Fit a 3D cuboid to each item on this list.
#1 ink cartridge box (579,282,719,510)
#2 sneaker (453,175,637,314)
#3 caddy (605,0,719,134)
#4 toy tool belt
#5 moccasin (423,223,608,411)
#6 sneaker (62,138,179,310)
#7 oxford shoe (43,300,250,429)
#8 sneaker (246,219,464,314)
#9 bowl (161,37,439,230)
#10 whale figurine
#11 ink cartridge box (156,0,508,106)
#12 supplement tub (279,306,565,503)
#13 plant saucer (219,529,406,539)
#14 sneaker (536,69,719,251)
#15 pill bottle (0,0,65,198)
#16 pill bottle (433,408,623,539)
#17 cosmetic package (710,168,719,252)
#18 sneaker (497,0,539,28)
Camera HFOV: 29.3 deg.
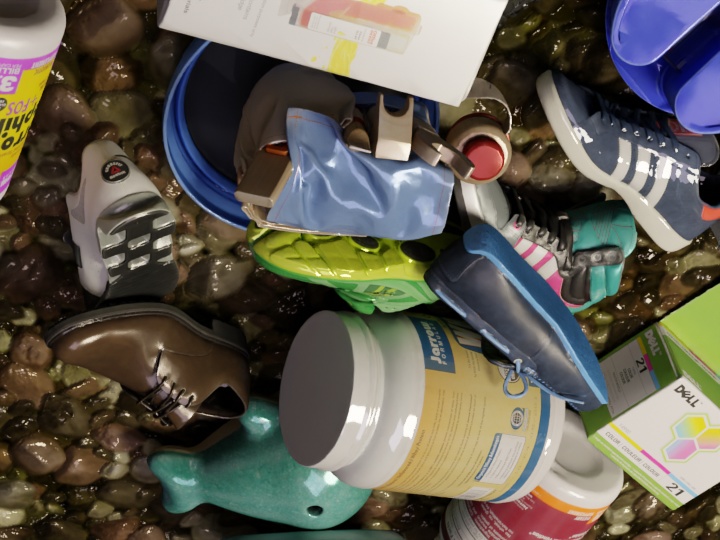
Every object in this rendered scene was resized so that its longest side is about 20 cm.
[{"bbox_3d":[0.309,0.103,1.212,0.200,0.076,0.148,-37,126,22],"label":"ink cartridge box"},{"bbox_3d":[0.149,-0.033,1.065,0.120,0.084,0.200,-19,138,14],"label":"sneaker"},{"bbox_3d":[0.259,-0.188,0.941,0.141,0.105,0.200,46,114,-6],"label":"caddy"},{"bbox_3d":[0.013,-0.067,0.927,0.199,0.123,0.126,3,119,-8],"label":"toy tool belt"},{"bbox_3d":[0.119,0.041,1.049,0.068,0.081,0.200,-31,121,19],"label":"moccasin"},{"bbox_3d":[-0.183,-0.028,1.036,0.074,0.089,0.200,-21,158,-24],"label":"sneaker"},{"bbox_3d":[-0.155,0.076,1.068,0.073,0.085,0.199,-34,147,32],"label":"oxford shoe"},{"bbox_3d":[0.000,0.000,1.029,0.199,0.074,0.084,8,136,-36],"label":"sneaker"},{"bbox_3d":[-0.043,-0.113,0.998,0.199,0.039,0.201,-4,131,-5],"label":"bowl"},{"bbox_3d":[-0.081,0.177,1.191,0.199,0.104,0.160,-11,131,-2],"label":"whale figurine"},{"bbox_3d":[-0.022,-0.195,0.865,0.199,0.146,0.084,13,125,-19],"label":"ink cartridge box"},{"bbox_3d":[0.049,0.108,1.113,0.199,0.145,0.145,11,128,-30],"label":"supplement tub"},{"bbox_3d":[-0.047,0.253,1.253,0.199,0.028,0.200,-3,168,-1],"label":"plant saucer"},{"bbox_3d":[0.212,-0.097,1.026,0.084,0.075,0.200,-33,130,27],"label":"sneaker"},{"bbox_3d":[-0.275,-0.106,0.925,0.104,0.105,0.201,15,126,-21],"label":"pill bottle"},{"bbox_3d":[0.143,0.228,1.264,0.114,0.115,0.200,16,125,-21],"label":"pill bottle"},{"bbox_3d":[0.340,-0.086,1.037,0.081,0.113,0.201,4,130,-12],"label":"cosmetic package"},{"bbox_3d":[0.129,-0.209,0.930,0.104,0.060,0.200,18,117,-19],"label":"sneaker"}]
